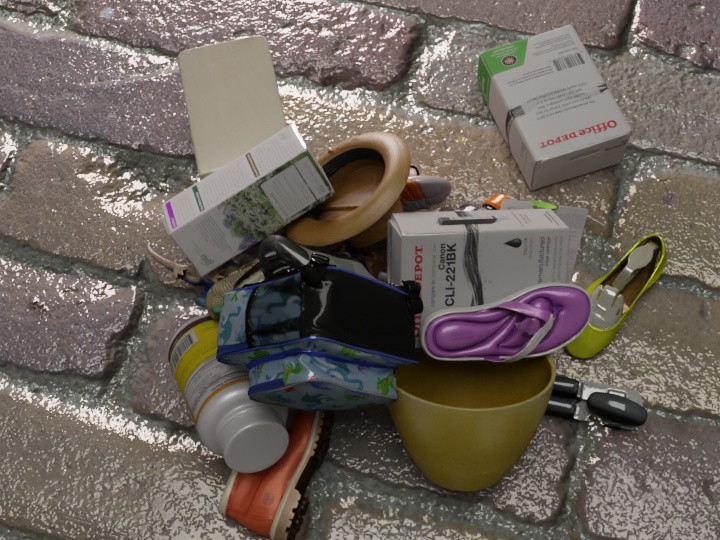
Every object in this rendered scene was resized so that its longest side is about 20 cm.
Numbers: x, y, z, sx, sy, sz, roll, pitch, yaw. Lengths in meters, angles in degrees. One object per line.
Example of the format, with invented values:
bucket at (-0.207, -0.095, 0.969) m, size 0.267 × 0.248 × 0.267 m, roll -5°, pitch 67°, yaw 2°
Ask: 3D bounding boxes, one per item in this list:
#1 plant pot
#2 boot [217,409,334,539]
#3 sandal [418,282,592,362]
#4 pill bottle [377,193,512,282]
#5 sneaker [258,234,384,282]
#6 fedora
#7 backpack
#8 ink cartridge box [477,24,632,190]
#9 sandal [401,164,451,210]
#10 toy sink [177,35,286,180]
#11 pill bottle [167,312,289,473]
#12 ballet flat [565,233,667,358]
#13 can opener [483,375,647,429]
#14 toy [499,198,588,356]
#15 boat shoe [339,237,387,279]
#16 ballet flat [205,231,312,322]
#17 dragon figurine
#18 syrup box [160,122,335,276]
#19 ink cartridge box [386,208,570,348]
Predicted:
plant pot at (0.122, 0.171, 1.229) m, size 0.200 × 0.142 × 0.200 m, roll 1°, pitch 24°, yaw 0°
boot at (-0.099, 0.221, 1.270) m, size 0.107 × 0.075 × 0.200 m, roll 16°, pitch 66°, yaw 16°
sandal at (0.169, 0.069, 1.186) m, size 0.203 × 0.050 × 0.083 m, roll -14°, pitch 101°, yaw -2°
pill bottle at (0.128, -0.015, 1.360) m, size 0.200 × 0.106 × 0.106 m, roll -39°, pitch 68°, yaw -16°
sneaker at (-0.043, 0.008, 1.272) m, size 0.074 × 0.200 × 0.079 m, roll -19°, pitch 49°, yaw 42°
fedora at (-0.004, -0.087, 1.331) m, size 0.201 × 0.082 × 0.201 m, roll -26°, pitch 39°, yaw 24°
backpack at (-0.057, 0.077, 1.144) m, size 0.200 × 0.183 × 0.147 m, roll -9°, pitch 72°, yaw 45°
ink cartridge box at (0.268, -0.228, 1.475) m, size 0.146 × 0.084 × 0.200 m, roll -18°, pitch 64°, yaw -7°
sandal at (0.020, -0.120, 1.433) m, size 0.207 × 0.079 × 0.059 m, roll -6°, pitch 66°, yaw 1°
toy sink at (-0.171, -0.205, 1.466) m, size 0.130 × 0.112 × 0.200 m, roll -13°, pitch 68°, yaw -4°
pill bottle at (-0.155, 0.146, 1.252) m, size 0.109 × 0.109 × 0.200 m, roll -24°, pitch 41°, yaw -10°
ballet flat at (0.330, 0.026, 1.353) m, size 0.067 × 0.067 × 0.200 m, roll 37°, pitch 70°, yaw 18°
can opener at (0.253, 0.152, 1.297) m, size 0.200 × 0.066 × 0.053 m, roll 9°, pitch 65°, yaw 12°
toy at (0.205, 0.007, 1.319) m, size 0.115 × 0.200 × 0.047 m, roll 6°, pitch 21°, yaw -15°
boat shoe at (-0.001, 0.000, 1.378) m, size 0.072 × 0.068 × 0.200 m, roll 14°, pitch 64°, yaw 9°
ballet flat at (-0.105, 0.004, 1.307) m, size 0.200 × 0.075 × 0.068 m, roll -37°, pitch 109°, yaw -42°
dragon figurine at (-0.193, 0.013, 1.382) m, size 0.200 × 0.099 × 0.059 m, roll 7°, pitch 60°, yaw 25°
syrup box at (-0.141, -0.087, 1.300) m, size 0.200 × 0.079 × 0.081 m, roll -31°, pitch 37°, yaw 3°
ink cartridge box at (0.135, 0.008, 1.236) m, size 0.200 × 0.144 × 0.084 m, roll -2°, pitch 20°, yaw -6°
